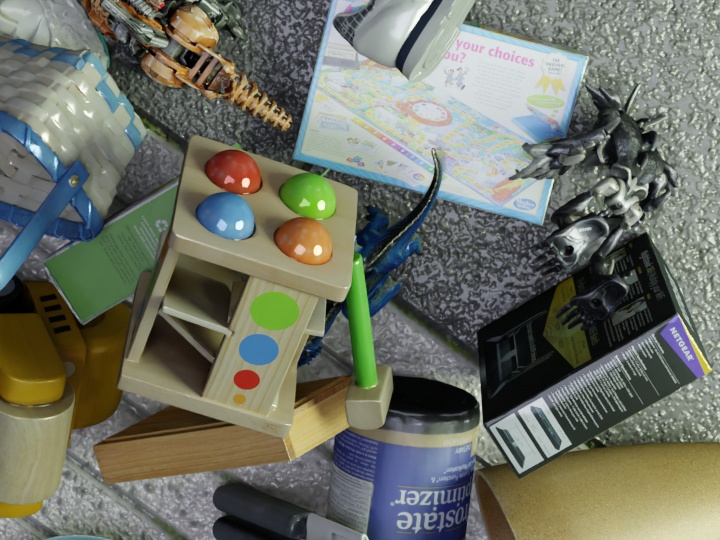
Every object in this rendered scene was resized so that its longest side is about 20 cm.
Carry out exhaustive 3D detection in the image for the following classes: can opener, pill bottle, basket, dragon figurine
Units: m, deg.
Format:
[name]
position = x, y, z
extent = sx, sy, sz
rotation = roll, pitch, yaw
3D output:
[can opener]
position = -0.063, 0.209, 1.459
extent = 0.067, 0.200, 0.054
rotation = -6, 101, -38
[pill bottle]
position = 0.029, 0.191, 1.483
extent = 0.111, 0.112, 0.201
rotation = 7, 102, 4
[basket]
position = -0.263, -0.069, 1.385
extent = 0.200, 0.176, 0.139
rotation = -49, 133, -24
[dragon figurine]
position = 0.000, 0.000, 1.440
extent = 0.059, 0.099, 0.200
rotation = 45, 121, -6

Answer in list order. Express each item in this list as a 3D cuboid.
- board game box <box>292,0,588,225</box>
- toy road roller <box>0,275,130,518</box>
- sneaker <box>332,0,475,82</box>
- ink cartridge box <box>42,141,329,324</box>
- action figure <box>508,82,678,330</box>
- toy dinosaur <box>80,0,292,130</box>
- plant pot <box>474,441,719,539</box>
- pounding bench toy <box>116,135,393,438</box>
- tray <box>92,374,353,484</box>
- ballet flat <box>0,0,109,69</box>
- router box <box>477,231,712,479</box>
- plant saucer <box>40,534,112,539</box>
[board game box]
position = 0.061, -0.126, 1.453
extent = 0.199, 0.034, 0.135
rotation = 16, 103, 2
[toy road roller]
position = -0.236, 0.085, 1.452
extent = 0.145, 0.200, 0.123
rotation = 0, 122, -25
[sneaker]
position = 0.061, -0.239, 1.397
extent = 0.080, 0.076, 0.200
rotation = 32, 82, 14
[ink cartridge box]
position = -0.131, -0.041, 1.437
extent = 0.200, 0.104, 0.059
rotation = -28, 97, 22
[action figure]
position = 0.169, -0.056, 1.396
extent = 0.102, 0.200, 0.119
rotation = -19, 120, 33
[toy dinosaur]
position = -0.142, -0.169, 1.413
extent = 0.102, 0.136, 0.200
rotation = -30, 97, 10
[plant pot]
position = 0.211, 0.208, 1.450
extent = 0.199, 0.186, 0.187
rotation = -18, 100, -6
[pounding bench toy]
position = -0.048, 0.015, 1.325
extent = 0.199, 0.124, 0.156
rotation = 18, 124, -10
[tray]
position = -0.100, 0.120, 1.441
extent = 0.200, 0.099, 0.037
rotation = -11, 100, 40
[ballet flat]
position = -0.271, -0.221, 1.447
extent = 0.072, 0.072, 0.200
rotation = -33, 93, 11
[router box]
position = 0.165, 0.058, 1.396
extent = 0.157, 0.200, 0.052
rotation = -31, 104, 12
[plant saucer]
position = -0.224, 0.308, 1.570
extent = 0.200, 0.039, 0.202
rotation = 1, 101, 5
